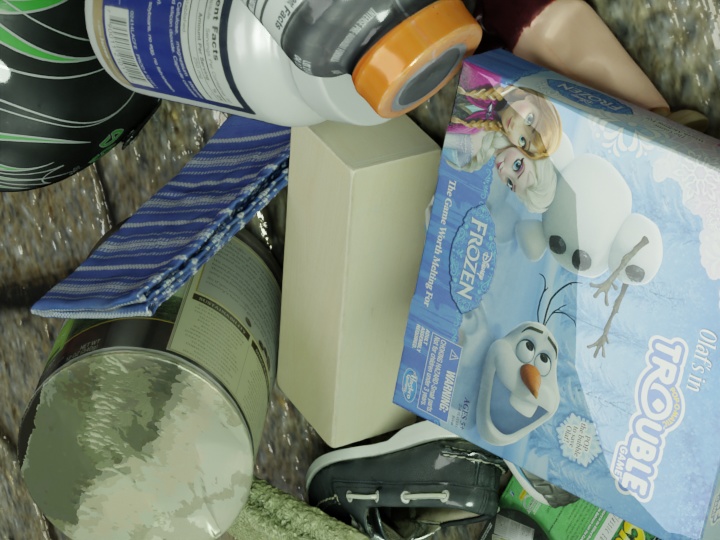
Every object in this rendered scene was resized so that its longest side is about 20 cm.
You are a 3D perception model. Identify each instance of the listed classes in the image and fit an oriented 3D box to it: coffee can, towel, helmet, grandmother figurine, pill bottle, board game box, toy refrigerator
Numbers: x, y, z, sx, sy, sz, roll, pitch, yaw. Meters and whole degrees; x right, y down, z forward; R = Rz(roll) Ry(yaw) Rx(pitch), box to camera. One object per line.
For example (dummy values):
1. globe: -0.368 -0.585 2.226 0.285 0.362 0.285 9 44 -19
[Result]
1. coffee can: -0.126 0.068 1.586 0.200 0.145 0.148 -79 -10 -63
2. towel: -0.105 -0.041 1.554 0.144 0.200 0.024 -4 126 55
3. helmet: -0.247 -0.151 1.692 0.199 0.190 0.202 29 129 44
4. grandmother figurine: 0.099 -0.129 1.343 0.121 0.060 0.201 -43 65 25
5. pill bottle: -0.059 -0.146 1.462 0.199 0.115 0.117 16 119 43
6. board game box: 0.118 0.171 1.488 0.105 0.023 0.201 55 144 26
7. board game box: 0.121 0.014 1.286 0.198 0.043 0.202 25 116 30
8. towel: -0.025 0.188 1.621 0.199 0.037 0.148 24 161 45
9. pill bottle: -0.023 -0.175 1.316 0.200 0.106 0.106 51 142 12
10. toy refrigerator: 0.000 0.000 1.526 0.076 0.069 0.201 45 141 46

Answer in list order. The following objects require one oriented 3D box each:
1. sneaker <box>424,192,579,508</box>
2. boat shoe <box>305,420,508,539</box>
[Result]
1. sneaker: 0.083 0.051 1.433 0.087 0.074 0.201 114 143 -54
2. boat shoe: 0.022 0.140 1.548 0.200 0.075 0.061 146 132 -59
